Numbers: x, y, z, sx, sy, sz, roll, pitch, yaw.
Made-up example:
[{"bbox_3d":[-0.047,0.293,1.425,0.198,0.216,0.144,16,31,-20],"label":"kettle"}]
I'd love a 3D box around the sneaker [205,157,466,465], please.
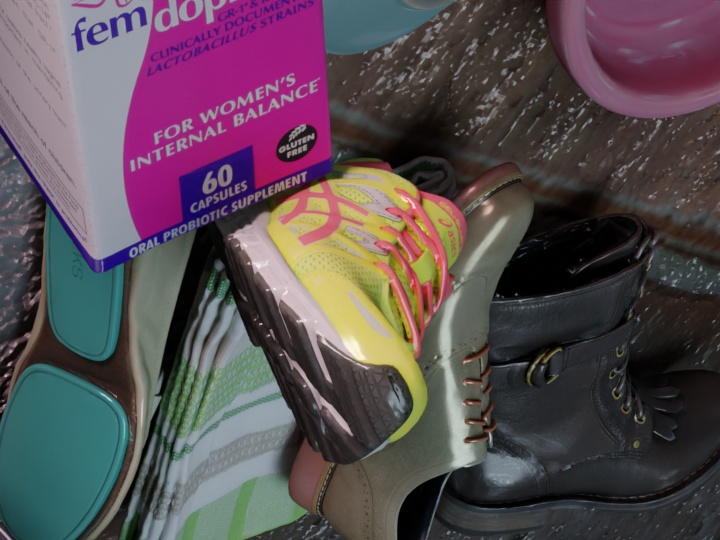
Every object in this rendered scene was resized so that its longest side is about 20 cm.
[{"bbox_3d":[0.000,0.000,0.962,0.090,0.200,0.079,-21,115,-5],"label":"sneaker"}]

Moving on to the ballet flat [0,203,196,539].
[{"bbox_3d":[-0.102,0.030,1.083,0.069,0.070,0.201,-11,134,-33],"label":"ballet flat"}]

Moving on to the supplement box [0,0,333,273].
[{"bbox_3d":[-0.079,-0.114,0.912,0.101,0.103,0.201,-24,140,-18],"label":"supplement box"}]

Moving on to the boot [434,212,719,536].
[{"bbox_3d":[0.119,0.043,1.280,0.199,0.069,0.175,-16,139,-26],"label":"boot"}]

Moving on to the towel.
[{"bbox_3d":[-0.032,0.051,1.162,0.149,0.031,0.201,-24,143,-43],"label":"towel"}]

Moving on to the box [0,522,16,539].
[{"bbox_3d":[-0.155,0.176,1.053,0.117,0.197,0.200,-41,141,-10],"label":"box"}]

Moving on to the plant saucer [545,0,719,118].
[{"bbox_3d":[0.152,-0.158,1.106,0.200,0.051,0.201,-26,143,-21],"label":"plant saucer"}]

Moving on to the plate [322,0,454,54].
[{"bbox_3d":[0.046,-0.161,0.980,0.200,0.026,0.201,-46,158,-25],"label":"plate"}]

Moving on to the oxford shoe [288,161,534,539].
[{"bbox_3d":[0.039,0.044,1.158,0.071,0.074,0.201,-23,146,-48],"label":"oxford shoe"}]
